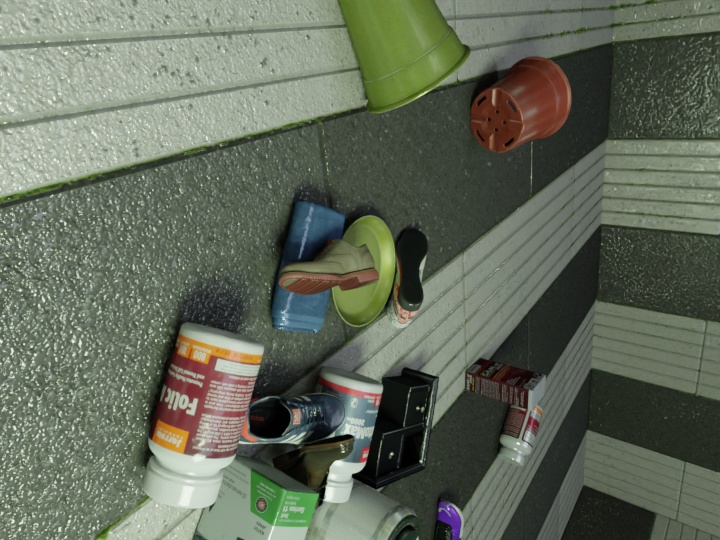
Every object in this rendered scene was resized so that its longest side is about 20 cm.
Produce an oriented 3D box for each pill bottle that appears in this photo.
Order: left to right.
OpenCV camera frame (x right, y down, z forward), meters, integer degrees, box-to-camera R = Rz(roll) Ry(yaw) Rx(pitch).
[{"bbox_3d":[-0.202,0.179,0.666,0.113,0.112,0.206,24,79,-53],"label":"pill bottle"},{"bbox_3d":[-0.037,0.284,0.914,0.118,0.117,0.206,20,83,-53],"label":"pill bottle"},{"bbox_3d":[0.538,0.546,1.773,0.113,0.111,0.204,50,59,-46],"label":"pill bottle"}]

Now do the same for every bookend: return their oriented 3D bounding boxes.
[{"bbox_3d":[0.067,0.316,1.086,0.197,0.090,0.207,11,88,-54],"label":"bookend"}]

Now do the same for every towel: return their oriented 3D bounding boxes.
[{"bbox_3d":[-0.087,-0.004,0.836,0.111,0.048,0.206,17,85,-54],"label":"towel"}]

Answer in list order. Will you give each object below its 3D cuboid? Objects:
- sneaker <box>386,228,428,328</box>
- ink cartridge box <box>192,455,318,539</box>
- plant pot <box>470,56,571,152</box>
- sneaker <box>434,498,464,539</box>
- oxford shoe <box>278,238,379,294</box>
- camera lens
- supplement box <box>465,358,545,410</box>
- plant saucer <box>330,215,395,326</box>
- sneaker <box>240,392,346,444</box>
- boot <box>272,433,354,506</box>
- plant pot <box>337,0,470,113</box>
[{"bbox_3d":[0.093,0.018,1.082,0.109,0.065,0.206,111,-11,-51],"label":"sneaker"},{"bbox_3d":[-0.162,0.390,0.743,0.083,0.144,0.205,33,71,-49],"label":"ink cartridge box"},{"bbox_3d":[0.379,-0.394,1.280,0.193,0.198,0.206,-33,124,-34],"label":"plant pot"},{"bbox_3d":[0.236,0.727,1.436,0.099,0.068,0.205,-37,126,-40],"label":"sneaker"},{"bbox_3d":[-0.052,-0.008,0.805,0.197,0.069,0.077,-1,73,-52],"label":"oxford shoe"},{"bbox_3d":[0.000,0.479,0.942,0.158,0.196,0.165,-17,111,-50],"label":"camera lens"},{"bbox_3d":[0.401,0.312,1.454,0.108,0.196,0.063,-22,114,-48],"label":"supplement box"},{"bbox_3d":[0.000,0.000,0.970,0.198,0.030,0.207,-17,111,-52],"label":"plant saucer"},{"bbox_3d":[-0.098,0.222,0.783,0.195,0.084,0.077,-1,69,-32],"label":"sneaker"},{"bbox_3d":[-0.062,0.316,0.803,0.073,0.199,0.100,-2,67,-40],"label":"boot"},{"bbox_3d":[0.051,-0.395,0.843,0.201,0.197,0.192,-52,123,-32],"label":"plant pot"}]
